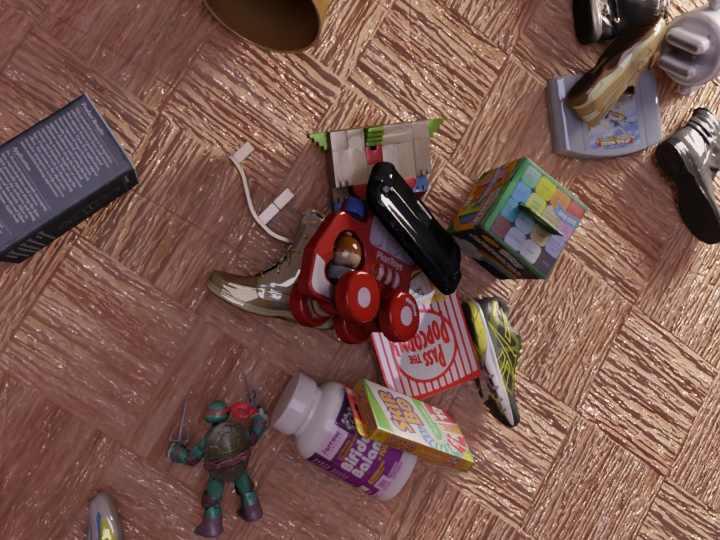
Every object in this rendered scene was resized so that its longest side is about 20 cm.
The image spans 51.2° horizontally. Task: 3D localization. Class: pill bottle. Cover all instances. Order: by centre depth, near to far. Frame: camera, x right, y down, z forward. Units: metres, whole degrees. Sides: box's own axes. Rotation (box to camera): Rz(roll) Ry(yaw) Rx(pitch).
[{"bbox_3d":[-0.023,0.227,1.052,0.197,0.112,0.114,31,81,-12],"label":"pill bottle"}]

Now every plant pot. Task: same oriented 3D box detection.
[{"bbox_3d":[-0.104,-0.441,1.026,0.183,0.186,0.204,26,70,-12],"label":"plant pot"}]

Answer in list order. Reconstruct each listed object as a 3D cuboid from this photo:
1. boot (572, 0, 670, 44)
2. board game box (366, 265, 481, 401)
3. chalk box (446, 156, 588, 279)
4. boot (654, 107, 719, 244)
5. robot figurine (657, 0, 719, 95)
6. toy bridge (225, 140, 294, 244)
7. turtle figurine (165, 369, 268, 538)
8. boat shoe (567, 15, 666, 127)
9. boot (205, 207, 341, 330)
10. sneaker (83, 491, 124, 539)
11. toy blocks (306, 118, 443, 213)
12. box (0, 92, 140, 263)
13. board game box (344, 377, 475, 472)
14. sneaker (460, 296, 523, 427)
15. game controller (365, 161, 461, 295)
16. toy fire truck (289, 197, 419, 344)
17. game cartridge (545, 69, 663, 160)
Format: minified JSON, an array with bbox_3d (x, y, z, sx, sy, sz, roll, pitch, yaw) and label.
[{"bbox_3d":[0.417,-0.470,1.204,0.146,0.073,0.206,-5,94,-13],"label":"boot"},{"bbox_3d":[0.080,0.084,1.116,0.148,0.046,0.205,-19,93,-14],"label":"board game box"},{"bbox_3d":[0.229,-0.072,1.079,0.124,0.200,0.125,36,81,-11],"label":"chalk box"},{"bbox_3d":[0.581,-0.159,1.246,0.130,0.069,0.203,-35,106,-23],"label":"boot"},{"bbox_3d":[0.559,-0.367,1.205,0.197,0.173,0.113,-26,52,-34],"label":"robot figurine"},{"bbox_3d":[-0.124,-0.091,1.077,0.067,0.027,0.201,-44,100,-10],"label":"toy bridge"},{"bbox_3d":[-0.189,0.247,1.019,0.145,0.100,0.206,-8,96,-15],"label":"turtle figurine"},{"bbox_3d":[0.409,-0.308,1.174,0.200,0.072,0.076,-44,110,-2],"label":"boat shoe"},{"bbox_3d":[-0.103,-0.014,1.037,0.195,0.072,0.158,15,104,-19],"label":"boot"},{"bbox_3d":[-0.358,0.398,0.979,0.102,0.076,0.206,-8,91,-14],"label":"sneaker"},{"bbox_3d":[0.028,-0.140,1.094,0.194,0.100,0.141,-10,102,-14],"label":"toy blocks"},{"bbox_3d":[-0.390,-0.110,0.945,0.198,0.148,0.108,-36,97,-13],"label":"box"},{"bbox_3d":[0.067,0.212,1.036,0.197,0.096,0.030,23,115,-29],"label":"board game box"},{"bbox_3d":[0.215,0.134,1.135,0.083,0.074,0.205,-18,93,-15],"label":"sneaker"},{"bbox_3d":[0.077,-0.059,1.042,0.042,0.105,0.201,-30,116,23],"label":"game controller"},{"bbox_3d":[0.000,0.000,1.000,0.198,0.110,0.173,27,66,-42],"label":"toy fire truck"},{"bbox_3d":[0.398,-0.250,1.214,0.194,0.041,0.137,-8,87,-15],"label":"game cartridge"}]
